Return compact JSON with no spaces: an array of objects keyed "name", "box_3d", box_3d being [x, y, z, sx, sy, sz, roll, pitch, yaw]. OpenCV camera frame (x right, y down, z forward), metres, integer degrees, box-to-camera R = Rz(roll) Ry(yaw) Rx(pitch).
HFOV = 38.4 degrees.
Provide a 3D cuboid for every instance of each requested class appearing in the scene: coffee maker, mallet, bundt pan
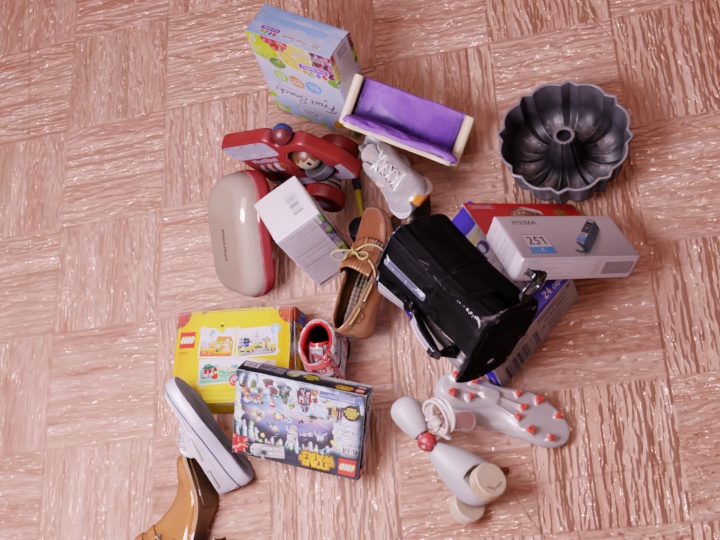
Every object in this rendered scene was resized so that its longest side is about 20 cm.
[{"name":"coffee maker","box_3d":[0.135,0.016,1.390,0.200,0.134,0.192,47,110,27]},{"name":"mallet","box_3d":[0.000,-0.115,1.678,0.041,0.066,0.201,-15,51,11]},{"name":"bundt pan","box_3d":[0.311,-0.185,1.569,0.201,0.076,0.203,-6,61,11]}]

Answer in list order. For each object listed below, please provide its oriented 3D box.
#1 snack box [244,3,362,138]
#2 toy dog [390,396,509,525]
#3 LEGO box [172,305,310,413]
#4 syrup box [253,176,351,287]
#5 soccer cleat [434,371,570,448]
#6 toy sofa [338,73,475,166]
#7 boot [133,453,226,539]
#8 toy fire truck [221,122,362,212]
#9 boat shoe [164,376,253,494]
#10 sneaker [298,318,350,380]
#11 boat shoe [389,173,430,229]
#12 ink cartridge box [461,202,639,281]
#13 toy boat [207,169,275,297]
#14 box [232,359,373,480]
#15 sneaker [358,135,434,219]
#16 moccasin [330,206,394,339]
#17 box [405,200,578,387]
[{"name":"snack box","box_3d":[-0.080,-0.322,1.685,0.168,0.200,0.068,24,69,25]},{"name":"toy dog","box_3d":[0.139,0.251,1.448,0.132,0.096,0.201,-25,92,48]},{"name":"LEGO box","box_3d":[-0.187,0.141,1.609,0.199,0.077,0.150,-4,68,17]},{"name":"syrup box","box_3d":[-0.080,-0.055,1.582,0.081,0.200,0.079,-35,64,3]},{"name":"soccer cleat","box_3d":[0.200,0.200,1.472,0.199,0.078,0.069,22,62,4]},{"name":"toy sofa","box_3d":[0.072,-0.235,1.611,0.199,0.098,0.083,20,100,-2]},{"name":"boot","box_3d":[-0.289,0.384,1.552,0.154,0.074,0.201,-25,61,12]},{"name":"toy fire truck","box_3d":[-0.105,-0.175,1.640,0.199,0.168,0.113,0,68,45]},{"name":"boat shoe","box_3d":[-0.241,0.253,1.537,0.067,0.074,0.200,-33,101,5]},{"name":"sneaker","box_3d":[-0.057,0.173,1.538,0.067,0.108,0.202,-4,69,16]},{"name":"boat shoe","box_3d":[0.063,-0.061,1.610,0.067,0.072,0.201,0,65,26]},{"name":"ink cartridge box","box_3d":[0.268,-0.058,1.469,0.199,0.045,0.176,-2,41,-25]},{"name":"toy boat","box_3d":[-0.162,-0.064,1.654,0.130,0.130,0.201,17,117,51]},{"name":"box","box_3d":[-0.086,0.217,1.501,0.199,0.040,0.138,10,110,14]},{"name":"sneaker","box_3d":[0.042,-0.147,1.573,0.076,0.092,0.200,-47,27,6]},{"name":"moccasin","box_3d":[-0.001,0.000,1.547,0.073,0.078,0.202,12,82,44]},{"name":"box","box_3d":[0.183,0.035,1.516,0.200,0.105,0.184,38,84,27]}]
